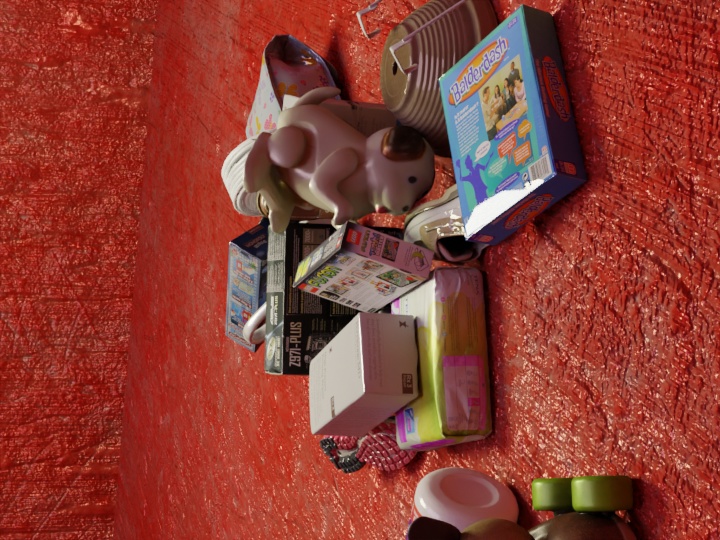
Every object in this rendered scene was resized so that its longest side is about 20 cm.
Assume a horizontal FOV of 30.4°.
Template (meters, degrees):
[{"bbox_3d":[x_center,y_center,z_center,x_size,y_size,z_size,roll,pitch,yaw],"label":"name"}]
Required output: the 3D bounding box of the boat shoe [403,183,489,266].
[{"bbox_3d":[0.102,-0.042,1.511,0.200,0.074,0.069,138,137,-63],"label":"boat shoe"}]

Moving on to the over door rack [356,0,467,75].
[{"bbox_3d":[0.082,-0.326,1.470,0.200,0.067,0.148,-43,31,7],"label":"over door rack"}]

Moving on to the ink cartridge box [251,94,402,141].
[{"bbox_3d":[-0.031,-0.186,1.710,0.116,0.199,0.067,-149,64,-68],"label":"ink cartridge box"}]

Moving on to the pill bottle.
[{"bbox_3d":[0.098,0.322,1.430,0.112,0.112,0.201,-125,42,-59],"label":"pill bottle"}]

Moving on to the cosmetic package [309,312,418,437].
[{"bbox_3d":[0.001,0.128,1.582,0.200,0.074,0.102,129,141,-61],"label":"cosmetic package"}]

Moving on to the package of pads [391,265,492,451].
[{"bbox_3d":[0.091,0.103,1.537,0.154,0.068,0.201,148,121,-67],"label":"package of pads"}]

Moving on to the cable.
[{"bbox_3d":[-0.098,-0.144,1.903,0.200,0.199,0.069,-47,57,54],"label":"cable"}]

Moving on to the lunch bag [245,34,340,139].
[{"bbox_3d":[-0.103,-0.242,2.036,0.170,0.127,0.200,111,144,-48],"label":"lunch bag"}]

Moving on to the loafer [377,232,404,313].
[{"bbox_3d":[0.040,0.045,1.692,0.072,0.063,0.201,127,141,-58],"label":"loafer"}]

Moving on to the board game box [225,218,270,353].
[{"bbox_3d":[-0.135,0.014,2.007,0.062,0.200,0.200,30,126,19],"label":"board game box"}]

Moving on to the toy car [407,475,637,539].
[{"bbox_3d":[0.138,0.271,1.193,0.158,0.199,0.165,153,117,-68],"label":"toy car"}]

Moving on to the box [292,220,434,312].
[{"bbox_3d":[0.000,0.000,1.565,0.200,0.110,0.035,145,143,-67],"label":"box"}]

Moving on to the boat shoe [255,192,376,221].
[{"bbox_3d":[-0.033,-0.102,1.707,0.068,0.199,0.072,-145,46,-70],"label":"boat shoe"}]

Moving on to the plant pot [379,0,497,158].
[{"bbox_3d":[0.083,-0.234,1.559,0.201,0.092,0.202,-179,90,-70],"label":"plant pot"}]

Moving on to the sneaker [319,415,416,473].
[{"bbox_3d":[0.019,0.211,1.733,0.081,0.075,0.200,54,150,-12],"label":"sneaker"}]

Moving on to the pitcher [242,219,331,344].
[{"bbox_3d":[-0.084,0.020,1.897,0.121,0.171,0.200,46,143,18],"label":"pitcher"}]

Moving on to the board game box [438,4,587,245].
[{"bbox_3d":[0.154,-0.149,1.373,0.152,0.045,0.201,-37,53,49],"label":"board game box"}]

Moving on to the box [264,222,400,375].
[{"bbox_3d":[-0.038,0.040,1.765,0.086,0.163,0.201,176,95,-70],"label":"box"}]

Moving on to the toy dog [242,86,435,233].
[{"bbox_3d":[-0.009,-0.120,1.570,0.140,0.199,0.194,71,-146,-51],"label":"toy dog"}]

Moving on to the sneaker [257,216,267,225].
[{"bbox_3d":[-0.126,-0.027,2.116,0.071,0.099,0.200,-113,30,-46],"label":"sneaker"}]
